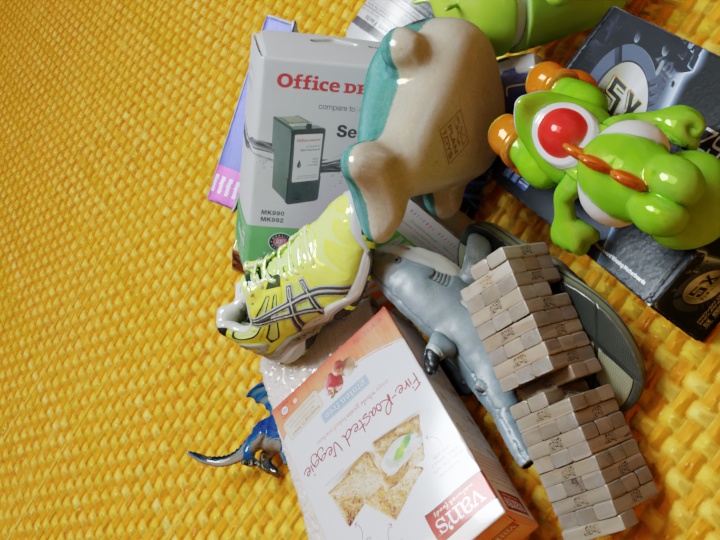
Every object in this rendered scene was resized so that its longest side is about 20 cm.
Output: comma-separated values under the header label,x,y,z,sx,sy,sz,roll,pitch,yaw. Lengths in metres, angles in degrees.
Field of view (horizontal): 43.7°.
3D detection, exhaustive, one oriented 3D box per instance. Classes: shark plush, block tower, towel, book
label,x,y,z,sx,sy,sz,roll,pitch,yaw
shark plush,0.072,0.065,0.695,0.091,0.082,0.202,-42,61,48
block tower,0.139,0.083,0.635,0.054,0.057,0.203,-36,69,45
towel,-0.010,0.140,0.778,0.131,0.034,0.202,-28,68,18
book,0.000,0.000,0.813,0.199,0.133,0.049,-35,40,29

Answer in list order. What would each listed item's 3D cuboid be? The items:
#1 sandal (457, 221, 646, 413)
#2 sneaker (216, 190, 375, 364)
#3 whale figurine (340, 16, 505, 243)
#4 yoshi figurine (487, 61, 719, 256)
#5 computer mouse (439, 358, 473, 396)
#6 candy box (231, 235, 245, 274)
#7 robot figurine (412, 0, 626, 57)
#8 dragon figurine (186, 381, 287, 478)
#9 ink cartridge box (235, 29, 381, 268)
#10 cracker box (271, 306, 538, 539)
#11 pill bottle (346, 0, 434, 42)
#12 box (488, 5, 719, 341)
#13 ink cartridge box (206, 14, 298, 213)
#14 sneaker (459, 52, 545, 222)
label,x,y,z,sx,sy,sz,roll,pitch,yaw
sandal,0.151,0.025,0.698,0.201,0.057,0.081,51,132,39
sneaker,-0.053,0.010,0.731,0.201,0.075,0.076,-53,36,38
whale figurine,0.034,-0.108,0.688,0.103,0.161,0.201,7,44,35
yoshi figurine,0.172,-0.067,0.595,0.110,0.114,0.200,-18,30,-9
computer mouse,0.062,0.105,0.783,0.200,0.034,0.059,-45,60,27
candy box,-0.086,-0.097,0.969,0.117,0.056,0.203,129,156,-76
robot figurine,0.145,-0.249,0.753,0.197,0.117,0.175,-20,21,-11
dragon figurine,-0.077,0.145,0.875,0.198,0.059,0.101,-13,59,36
ink cartridge box,-0.035,-0.105,0.826,0.084,0.144,0.203,-112,27,-60
cracker box,0.025,0.147,0.680,0.134,0.057,0.201,-43,49,13
pill bottle,0.057,-0.244,0.894,0.201,0.112,0.113,-54,42,11
box,0.218,-0.077,0.666,0.165,0.086,0.200,-52,42,11
ink cartridge box,-0.113,-0.166,0.959,0.200,0.043,0.199,-102,31,-83
sneaker,0.104,-0.103,0.812,0.198,0.080,0.117,-20,60,46
